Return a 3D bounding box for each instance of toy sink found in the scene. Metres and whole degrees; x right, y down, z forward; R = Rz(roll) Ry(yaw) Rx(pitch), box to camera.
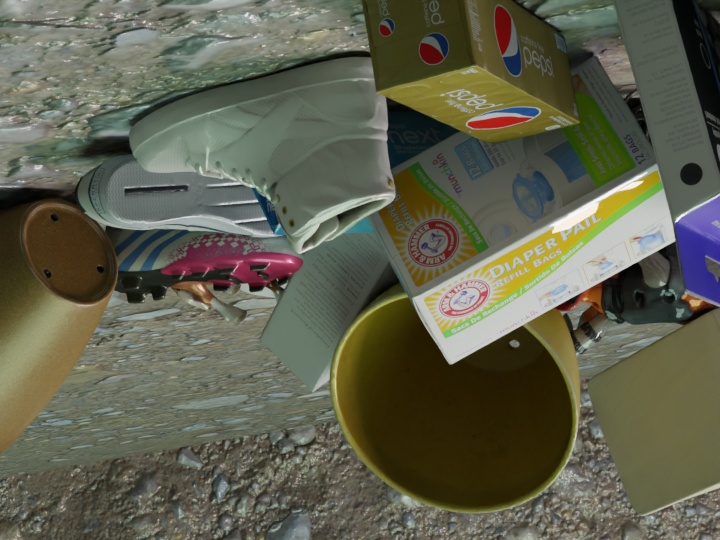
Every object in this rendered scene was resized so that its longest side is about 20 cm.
[{"bbox_3d":[0.305,0.113,1.588,0.111,0.131,0.200,-13,165,-30],"label":"toy sink"}]

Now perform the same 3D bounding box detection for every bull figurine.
[{"bbox_3d":[-0.106,-0.016,1.597,0.199,0.065,0.121,-9,136,47],"label":"bull figurine"}]

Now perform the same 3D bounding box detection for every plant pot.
[{"bbox_3d":[-0.287,0.032,1.502,0.185,0.188,0.199,2,153,-47],"label":"plant pot"},{"bbox_3d":[0.090,0.070,1.499,0.198,0.201,0.142,-14,-157,25],"label":"plant pot"}]

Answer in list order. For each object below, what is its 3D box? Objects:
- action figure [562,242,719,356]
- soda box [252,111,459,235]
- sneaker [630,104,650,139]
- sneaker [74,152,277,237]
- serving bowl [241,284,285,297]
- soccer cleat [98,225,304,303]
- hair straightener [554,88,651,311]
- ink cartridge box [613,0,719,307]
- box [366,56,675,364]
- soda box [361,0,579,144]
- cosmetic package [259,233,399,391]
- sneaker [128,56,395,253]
[{"bbox_3d":[0.240,0.031,1.570,0.192,0.105,0.200,-19,140,34],"label":"action figure"},{"bbox_3d":[0.021,-0.073,1.390,0.198,0.064,0.068,-2,138,-31],"label":"soda box"},{"bbox_3d":[0.189,-0.095,1.499,0.198,0.077,0.091,-1,-179,-27],"label":"sneaker"},{"bbox_3d":[-0.120,-0.064,1.410,0.198,0.074,0.071,3,-176,-34],"label":"sneaker"},{"bbox_3d":[-0.040,-0.013,1.725,0.198,0.067,0.200,-8,170,-1],"label":"serving bowl"},{"bbox_3d":[-0.131,-0.027,1.489,0.198,0.087,0.070,-6,163,33],"label":"soccer cleat"},{"bbox_3d":[0.192,-0.067,1.425,0.077,0.200,0.041,41,178,-33],"label":"hair straightener"},{"bbox_3d":[0.231,-0.076,1.235,0.043,0.202,0.198,-15,169,21],"label":"ink cartridge box"},{"bbox_3d":[0.114,-0.041,1.340,0.199,0.113,0.102,-28,145,3],"label":"box"},{"bbox_3d":[0.072,-0.131,1.181,0.067,0.065,0.200,-13,169,23],"label":"soda box"},{"bbox_3d":[0.000,0.000,1.524,0.101,0.074,0.201,-35,162,-39],"label":"cosmetic package"},{"bbox_3d":[-0.069,-0.066,1.276,0.198,0.117,0.073,-13,171,28],"label":"sneaker"}]
